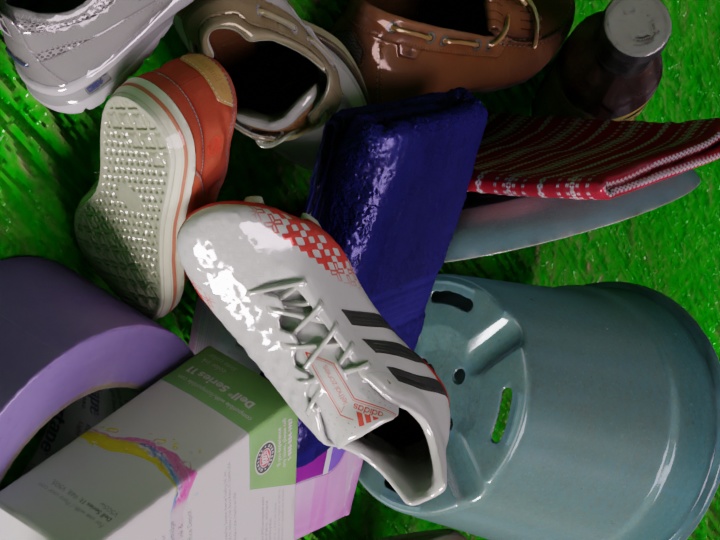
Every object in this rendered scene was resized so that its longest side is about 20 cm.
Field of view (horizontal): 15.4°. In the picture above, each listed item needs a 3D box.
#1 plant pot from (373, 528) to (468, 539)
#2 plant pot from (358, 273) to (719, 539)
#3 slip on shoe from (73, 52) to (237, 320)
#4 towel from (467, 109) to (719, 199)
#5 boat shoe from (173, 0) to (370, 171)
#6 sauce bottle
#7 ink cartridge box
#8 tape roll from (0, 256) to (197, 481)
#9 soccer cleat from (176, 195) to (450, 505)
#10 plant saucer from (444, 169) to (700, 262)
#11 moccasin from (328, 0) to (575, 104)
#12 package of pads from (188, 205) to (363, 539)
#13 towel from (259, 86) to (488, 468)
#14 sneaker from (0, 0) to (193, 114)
[{"bbox_3d":[0.029,0.243,1.724,0.200,0.199,0.135,-11,89,-52],"label":"plant pot"},{"bbox_3d":[0.100,0.090,1.682,0.196,0.200,0.201,16,102,-51],"label":"plant pot"},{"bbox_3d":[-0.099,-0.039,1.338,0.061,0.074,0.200,-38,163,-29],"label":"slip on shoe"},{"bbox_3d":[0.100,-0.069,1.536,0.144,0.199,0.023,-21,110,-46],"label":"towel"},{"bbox_3d":[-0.048,-0.098,1.385,0.074,0.069,0.200,-26,144,14],"label":"boat shoe"},{"bbox_3d":[0.148,-0.118,1.607,0.066,0.066,0.200,-54,178,-11],"label":"sauce bottle"},{"bbox_3d":[-0.121,0.140,1.335,0.200,0.067,0.118,-35,142,-38],"label":"ink cartridge box"},{"bbox_3d":[-0.176,0.101,1.370,0.200,0.085,0.201,-35,141,-35],"label":"tape roll"},{"bbox_3d":[-0.018,0.040,1.317,0.068,0.085,0.200,-31,127,17],"label":"soccer cleat"},{"bbox_3d":[0.103,-0.043,1.585,0.200,0.199,0.028,-24,103,-45],"label":"plant saucer"},{"bbox_3d":[0.056,-0.148,1.526,0.201,0.074,0.078,-11,132,-44],"label":"moccasin"},{"bbox_3d":[-0.047,0.068,1.541,0.120,0.075,0.201,-22,133,-48],"label":"package of pads"},{"bbox_3d":[0.000,0.000,1.436,0.148,0.049,0.201,-21,132,-64],"label":"towel"},{"bbox_3d":[-0.098,-0.168,1.266,0.201,0.075,0.082,-55,151,-9],"label":"sneaker"}]
